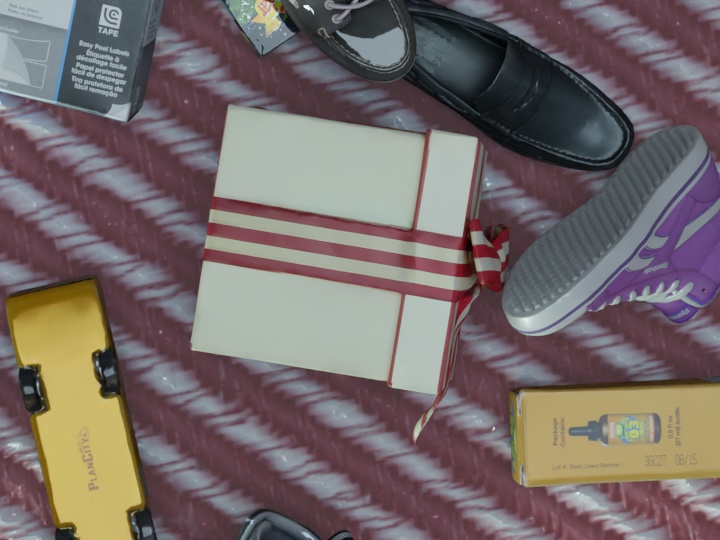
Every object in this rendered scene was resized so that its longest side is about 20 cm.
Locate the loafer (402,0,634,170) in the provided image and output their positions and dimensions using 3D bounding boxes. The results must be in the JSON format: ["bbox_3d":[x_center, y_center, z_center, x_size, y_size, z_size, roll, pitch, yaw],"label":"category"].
[{"bbox_3d":[0.092,-0.123,1.754,0.200,0.070,0.068,28,91,-5],"label":"loafer"}]

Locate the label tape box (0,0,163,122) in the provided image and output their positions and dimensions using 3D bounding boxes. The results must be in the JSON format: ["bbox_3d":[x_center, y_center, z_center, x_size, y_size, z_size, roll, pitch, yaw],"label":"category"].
[{"bbox_3d":[-0.195,-0.212,1.710,0.144,0.063,0.201,13,102,3],"label":"label tape box"}]

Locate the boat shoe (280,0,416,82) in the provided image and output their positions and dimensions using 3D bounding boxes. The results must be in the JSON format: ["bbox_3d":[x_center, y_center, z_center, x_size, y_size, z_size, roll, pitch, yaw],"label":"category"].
[{"bbox_3d":[-0.032,-0.203,1.661,0.067,0.057,0.200,-34,95,-1],"label":"boat shoe"}]

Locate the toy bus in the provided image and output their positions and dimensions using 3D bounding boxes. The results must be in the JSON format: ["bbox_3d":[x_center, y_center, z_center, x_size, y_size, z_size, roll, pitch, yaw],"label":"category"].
[{"bbox_3d":[-0.183,0.108,1.744,0.065,0.078,0.201,-13,94,-4],"label":"toy bus"}]

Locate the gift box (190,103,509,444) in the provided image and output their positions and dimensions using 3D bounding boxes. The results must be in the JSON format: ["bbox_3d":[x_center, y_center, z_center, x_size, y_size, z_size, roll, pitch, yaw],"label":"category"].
[{"bbox_3d":[0.000,0.000,1.706,0.186,0.185,0.201,8,96,5],"label":"gift box"}]

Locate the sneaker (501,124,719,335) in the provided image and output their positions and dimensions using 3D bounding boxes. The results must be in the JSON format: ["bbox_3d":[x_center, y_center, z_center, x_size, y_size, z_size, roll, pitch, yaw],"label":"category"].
[{"bbox_3d":[0.181,0.006,1.733,0.200,0.073,0.115,-40,121,-28],"label":"sneaker"}]

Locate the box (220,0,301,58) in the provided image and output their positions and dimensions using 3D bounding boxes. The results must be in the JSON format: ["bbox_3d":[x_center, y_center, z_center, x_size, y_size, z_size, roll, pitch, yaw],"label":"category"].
[{"bbox_3d":[-0.023,-0.254,1.756,0.200,0.038,0.137,-35,94,-1],"label":"box"}]

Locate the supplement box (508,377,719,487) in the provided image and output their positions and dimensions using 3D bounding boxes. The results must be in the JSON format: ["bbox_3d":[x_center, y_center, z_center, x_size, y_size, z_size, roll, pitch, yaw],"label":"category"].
[{"bbox_3d":[0.200,0.106,1.776,0.199,0.069,0.067,-2,92,-5],"label":"supplement box"}]

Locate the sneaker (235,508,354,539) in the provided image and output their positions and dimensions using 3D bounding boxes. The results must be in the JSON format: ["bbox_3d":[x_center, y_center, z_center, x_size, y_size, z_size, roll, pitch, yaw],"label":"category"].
[{"bbox_3d":[-0.096,0.213,1.711,0.199,0.114,0.076,-14,58,-27],"label":"sneaker"}]
